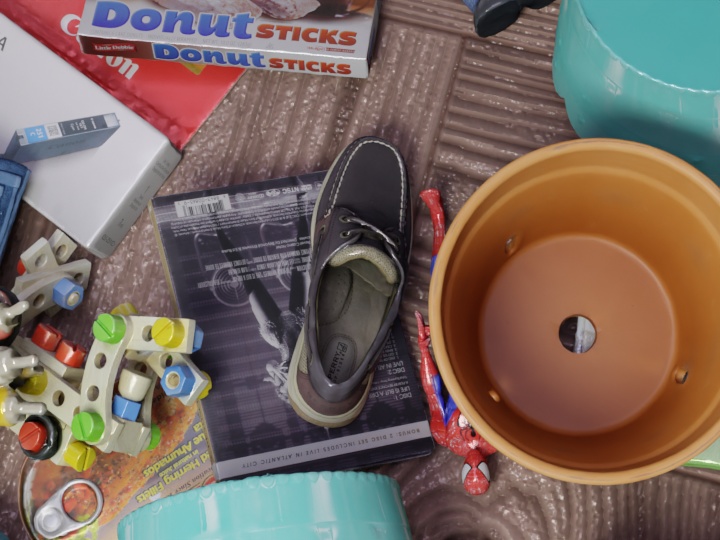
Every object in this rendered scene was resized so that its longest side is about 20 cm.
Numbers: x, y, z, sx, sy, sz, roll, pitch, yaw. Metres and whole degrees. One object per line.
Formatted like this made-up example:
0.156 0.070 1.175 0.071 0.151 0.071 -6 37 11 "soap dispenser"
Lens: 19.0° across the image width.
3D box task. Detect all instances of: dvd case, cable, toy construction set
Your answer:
-0.045 0.037 1.399 0.148 0.016 0.202 -10 74 -21 "dvd case"
-0.280 0.068 1.348 0.199 0.050 0.098 -17 72 19 "cable"
-0.185 0.051 1.377 0.200 0.092 0.132 35 101 46 "toy construction set"

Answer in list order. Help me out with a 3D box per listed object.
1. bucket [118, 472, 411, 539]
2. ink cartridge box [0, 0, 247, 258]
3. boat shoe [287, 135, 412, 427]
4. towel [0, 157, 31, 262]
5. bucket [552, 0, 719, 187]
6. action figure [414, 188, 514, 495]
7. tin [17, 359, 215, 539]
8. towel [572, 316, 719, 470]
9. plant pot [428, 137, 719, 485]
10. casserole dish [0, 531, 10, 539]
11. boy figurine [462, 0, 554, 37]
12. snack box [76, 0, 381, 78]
-0.052 0.209 1.295 0.205 0.207 0.136 -11 72 7 "bucket"
-0.202 -0.137 1.480 0.199 0.045 0.177 36 86 14 "ink cartridge box"
0.000 0.000 1.381 0.071 0.065 0.201 19 66 -10 "boat shoe"
-0.299 0.009 1.417 0.111 0.049 0.201 17 96 -22 "towel"
0.219 -0.162 1.354 0.205 0.135 0.209 -1 68 4 "bucket"
0.070 0.045 1.395 0.065 0.052 0.202 -4 79 3 "action figure"
-0.131 0.122 1.414 0.199 0.042 0.112 -33 71 0 "tin"
0.212 0.025 1.384 0.148 0.031 0.202 6 79 11 "towel"
0.139 0.031 1.303 0.198 0.140 0.202 0 83 0 "plant pot"
-0.236 0.248 1.357 0.121 0.039 0.200 -40 101 -11 "casserole dish"
0.070 -0.263 1.455 0.124 0.064 0.201 -27 77 6 "boy figurine"
-0.088 -0.173 1.462 0.198 0.024 0.072 5 58 6 "snack box"
